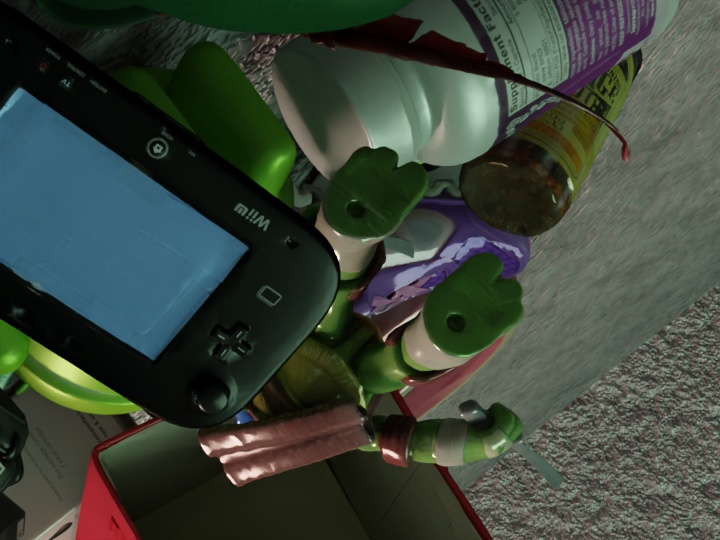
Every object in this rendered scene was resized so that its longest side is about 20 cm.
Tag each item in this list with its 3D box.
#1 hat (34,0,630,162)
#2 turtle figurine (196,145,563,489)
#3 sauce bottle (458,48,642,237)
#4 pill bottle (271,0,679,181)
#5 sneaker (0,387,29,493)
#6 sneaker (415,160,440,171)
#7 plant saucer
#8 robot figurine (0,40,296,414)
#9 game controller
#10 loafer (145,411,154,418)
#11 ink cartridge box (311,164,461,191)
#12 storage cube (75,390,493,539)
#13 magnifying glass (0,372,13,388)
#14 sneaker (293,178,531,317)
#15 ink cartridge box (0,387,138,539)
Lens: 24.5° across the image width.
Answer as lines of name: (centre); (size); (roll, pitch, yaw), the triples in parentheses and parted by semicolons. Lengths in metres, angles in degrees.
hat: (0.003, -0.101, 0.628); (0.200, 0.176, 0.166); (-33, 164, -25)
turtle figurine: (0.022, 0.019, 0.787); (0.199, 0.145, 0.194); (-2, 156, -17)
sauce bottle: (0.119, -0.108, 0.934); (0.201, 0.066, 0.066); (-61, 180, -34)
pill bottle: (0.057, -0.122, 0.837); (0.200, 0.112, 0.112); (-34, 165, -22)
sneaker: (-0.201, 0.062, 0.765); (0.071, 0.098, 0.201); (-34, 164, -9)
sneaker: (0.042, -0.083, 0.947); (0.200, 0.072, 0.083); (-32, 148, -43)
plant saucer: (0.033, 0.063, 1.120); (0.200, 0.051, 0.201); (-37, 166, -10)
robot figurine: (-0.103, -0.011, 0.756); (0.175, 0.116, 0.200); (-28, 162, -40)
game controller: (-0.104, -0.019, 0.641); (0.104, 0.200, 0.042); (-44, -154, 22)
loafer: (-0.117, 0.053, 1.004); (0.073, 0.072, 0.200); (-38, 165, -4)
ink cartridge box: (0.022, -0.026, 1.094); (0.146, 0.084, 0.200); (-26, 161, -44)
storage cube: (-0.048, 0.172, 0.960); (0.199, 0.171, 0.180); (-23, 159, -25)
magnifying glass: (-0.210, 0.063, 0.903); (0.200, 0.022, 0.079); (-46, 164, 21)
sneaker: (0.000, 0.000, 0.929); (0.199, 0.089, 0.081); (1, 150, -11)
ink cartridge box: (-0.221, 0.157, 1.027); (0.200, 0.084, 0.145); (-38, 165, -6)
